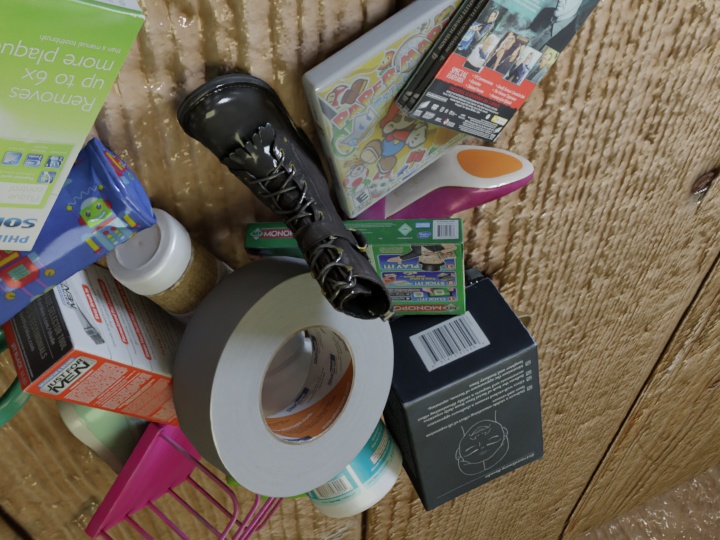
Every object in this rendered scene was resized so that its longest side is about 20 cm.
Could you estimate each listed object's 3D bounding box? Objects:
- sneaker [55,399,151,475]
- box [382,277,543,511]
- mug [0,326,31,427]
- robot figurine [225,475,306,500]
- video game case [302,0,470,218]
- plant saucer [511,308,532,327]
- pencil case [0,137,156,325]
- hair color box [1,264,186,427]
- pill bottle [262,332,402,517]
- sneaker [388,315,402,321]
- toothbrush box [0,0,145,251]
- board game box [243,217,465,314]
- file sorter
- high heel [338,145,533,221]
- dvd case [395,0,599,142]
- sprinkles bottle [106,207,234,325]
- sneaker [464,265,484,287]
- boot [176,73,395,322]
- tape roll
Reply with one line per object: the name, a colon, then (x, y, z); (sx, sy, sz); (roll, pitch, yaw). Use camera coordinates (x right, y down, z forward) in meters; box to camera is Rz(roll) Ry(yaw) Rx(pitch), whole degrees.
sneaker: (-0.216, 0.151, 0.994); (0.117, 0.074, 0.201); (-28, 150, -3)
box: (0.102, 0.133, 1.009); (0.147, 0.107, 0.201); (-23, 135, -9)
mug: (-0.361, 0.117, 0.770); (0.184, 0.115, 0.152); (-39, 149, 15)
robot figurine: (-0.065, 0.211, 1.152); (0.197, 0.117, 0.176); (-6, 166, -5)
video game case: (0.052, -0.151, 0.803); (0.199, 0.023, 0.183); (-35, 151, -10)
plant saucer: (0.115, 0.100, 1.150); (0.199, 0.036, 0.201); (-31, 163, -11)
pencil case: (-0.248, -0.018, 0.706); (0.199, 0.087, 0.078); (-32, 114, 1)
hair color box: (-0.211, 0.062, 0.826); (0.064, 0.112, 0.200); (-37, 149, 12)
pill bottle: (-0.046, 0.147, 0.988); (0.110, 0.111, 0.201); (-30, 112, 0)
sneaker: (0.026, 0.096, 1.081); (0.114, 0.076, 0.200); (5, 155, 17)
toothbrush box: (-0.240, -0.111, 0.566); (0.144, 0.087, 0.200); (3, 138, -44)
board game box: (0.000, 0.000, 0.914); (0.197, 0.029, 0.135); (-1, 150, 7)
file sorter: (-0.158, 0.226, 1.002); (0.140, 0.125, 0.200); (-56, 169, 14)
high heel: (0.072, -0.059, 0.933); (0.198, 0.068, 0.097); (-15, 138, -17)
dvd case: (0.128, -0.199, 0.784); (0.145, 0.022, 0.201); (3, 130, -53)
sprinkles bottle: (-0.143, 0.019, 0.856); (0.068, 0.069, 0.200); (-33, 147, 6)
sneaker: (0.096, 0.018, 1.086); (0.099, 0.070, 0.201); (-26, 159, -10)
boot: (-0.046, -0.049, 0.742); (0.069, 0.175, 0.200); (-37, 150, 13)
tape roll: (-0.064, 0.092, 0.845); (0.199, 0.066, 0.203); (-13, 111, -38)
